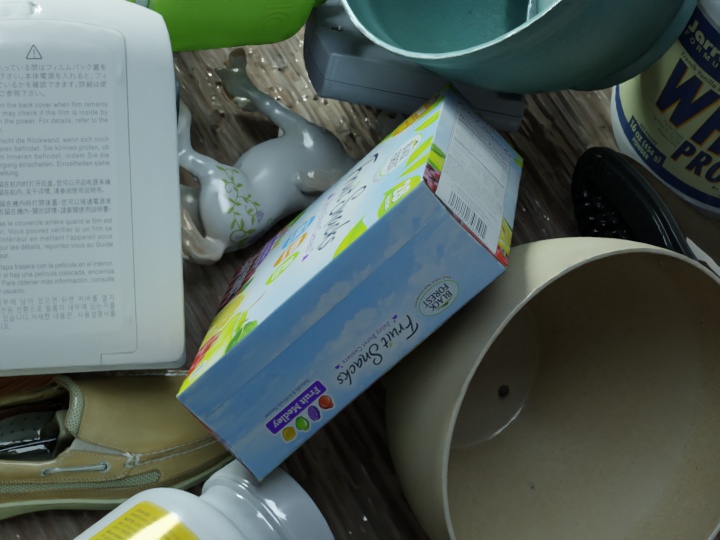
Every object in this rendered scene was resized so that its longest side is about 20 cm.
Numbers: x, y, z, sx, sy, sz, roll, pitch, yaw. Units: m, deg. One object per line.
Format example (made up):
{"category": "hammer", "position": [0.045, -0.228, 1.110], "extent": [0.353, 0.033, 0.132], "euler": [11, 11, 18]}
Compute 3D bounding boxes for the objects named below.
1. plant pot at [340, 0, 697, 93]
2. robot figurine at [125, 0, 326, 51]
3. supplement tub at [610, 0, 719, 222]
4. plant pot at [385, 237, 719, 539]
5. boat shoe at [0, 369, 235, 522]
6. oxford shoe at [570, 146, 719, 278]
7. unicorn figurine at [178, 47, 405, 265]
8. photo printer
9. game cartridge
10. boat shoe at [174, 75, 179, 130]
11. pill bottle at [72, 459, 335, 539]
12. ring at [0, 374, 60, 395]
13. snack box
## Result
{"category": "plant pot", "position": [0.103, -0.177, 1.312], "extent": [0.200, 0.134, 0.200], "euler": [-18, 58, 32]}
{"category": "robot figurine", "position": [-0.101, -0.179, 1.333], "extent": [0.200, 0.175, 0.116], "euler": [-7, 92, -26]}
{"category": "supplement tub", "position": [0.240, -0.136, 1.399], "extent": [0.145, 0.200, 0.145], "euler": [8, 53, -10]}
{"category": "plant pot", "position": [0.090, 0.067, 1.262], "extent": [0.200, 0.200, 0.134], "euler": [-25, 28, -24]}
{"category": "boat shoe", "position": [-0.147, 0.085, 1.264], "extent": [0.200, 0.076, 0.072], "euler": [-15, 58, -18]}
{"category": "oxford shoe", "position": [0.197, 0.003, 1.390], "extent": [0.084, 0.073, 0.200], "euler": [-20, 61, -39]}
{"category": "unicorn figurine", "position": [-0.047, -0.064, 1.398], "extent": [0.200, 0.074, 0.137], "euler": [-37, 76, -19]}
{"category": "photo printer", "position": [-0.173, -0.046, 1.237], "extent": [0.166, 0.069, 0.200], "euler": [-3, 90, -22]}
{"category": "game cartridge", "position": [0.034, -0.140, 1.435], "extent": [0.133, 0.040, 0.200], "euler": [14, 26, -1]}
{"category": "boat shoe", "position": [-0.197, -0.094, 1.310], "extent": [0.200, 0.068, 0.072], "euler": [7, 52, -5]}
{"category": "pill bottle", "position": [-0.109, 0.177, 1.180], "extent": [0.200, 0.112, 0.112], "euler": [-35, 66, -28]}
{"category": "ring", "position": [-0.242, 0.006, 1.344], "extent": [0.200, 0.019, 0.200], "euler": [4, 54, -6]}
{"category": "snack box", "position": [0.000, 0.000, 1.240], "extent": [0.068, 0.169, 0.200], "euler": [46, 17, -10]}
